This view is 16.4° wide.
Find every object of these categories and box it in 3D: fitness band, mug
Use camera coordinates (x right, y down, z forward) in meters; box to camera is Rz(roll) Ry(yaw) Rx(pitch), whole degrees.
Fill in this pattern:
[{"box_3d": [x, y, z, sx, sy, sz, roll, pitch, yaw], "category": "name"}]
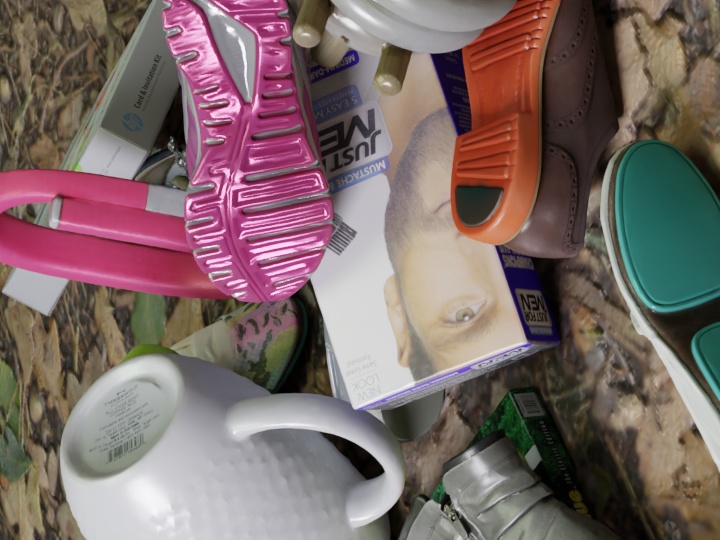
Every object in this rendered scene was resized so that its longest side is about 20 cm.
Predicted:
[{"box_3d": [-0.150, -0.019, 1.573, 0.144, 0.199, 0.038, 134, 145, -69], "category": "fitness band"}, {"box_3d": [-0.068, 0.126, 1.453, 0.199, 0.175, 0.148, -20, 44, 27], "category": "mug"}]

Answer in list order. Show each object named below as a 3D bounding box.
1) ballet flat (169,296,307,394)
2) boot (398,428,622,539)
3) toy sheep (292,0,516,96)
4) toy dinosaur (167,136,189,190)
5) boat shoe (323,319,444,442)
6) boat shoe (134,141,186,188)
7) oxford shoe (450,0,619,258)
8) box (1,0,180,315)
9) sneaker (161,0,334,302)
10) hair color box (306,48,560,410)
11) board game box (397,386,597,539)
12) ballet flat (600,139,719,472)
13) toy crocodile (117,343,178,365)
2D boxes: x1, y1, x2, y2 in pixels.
[{"box_3d": [-0.105, 0.077, 1.641, 0.200, 0.071, 0.069, -48, 43, 49], "category": "ballet flat"}, {"box_3d": [0.070, 0.187, 1.338, 0.131, 0.068, 0.200, 39, 121, 20], "category": "boot"}, {"box_3d": [0.025, -0.168, 1.263, 0.200, 0.137, 0.138, -43, 57, 40], "category": "toy sheep"}, {"box_3d": [-0.061, -0.072, 1.496, 0.200, 0.088, 0.048, -21, 88, 35], "category": "toy dinosaur"}, {"box_3d": [0.001, 0.000, 1.462, 0.071, 0.070, 0.202, 1, 98, 51], "category": "boat shoe"}, {"box_3d": [-0.087, -0.053, 1.610, 0.200, 0.060, 0.076, -16, 80, 58], "category": "boat shoe"}, {"box_3d": [0.098, -0.103, 1.303, 0.071, 0.072, 0.201, -8, 67, 55], "category": "oxford shoe"}, {"box_3d": [-0.171, -0.084, 1.687, 0.200, 0.041, 0.156, -51, 16, 48], "category": "box"}, {"box_3d": [-0.056, -0.082, 1.323, 0.088, 0.081, 0.201, -87, -6, -67], "category": "sneaker"}, {"box_3d": [0.022, -0.035, 1.366, 0.109, 0.065, 0.201, -22, 81, 19], "category": "hair color box"}, {"box_3d": [0.069, 0.166, 1.419, 0.200, 0.023, 0.105, -58, 44, 44], "category": "board game box"}, {"box_3d": [0.164, 0.031, 1.217, 0.070, 0.069, 0.201, -55, 49, 45], "category": "ballet flat"}, {"box_3d": [-0.112, 0.129, 1.608, 0.062, 0.068, 0.200, 13, 143, 25], "category": "toy crocodile"}]
